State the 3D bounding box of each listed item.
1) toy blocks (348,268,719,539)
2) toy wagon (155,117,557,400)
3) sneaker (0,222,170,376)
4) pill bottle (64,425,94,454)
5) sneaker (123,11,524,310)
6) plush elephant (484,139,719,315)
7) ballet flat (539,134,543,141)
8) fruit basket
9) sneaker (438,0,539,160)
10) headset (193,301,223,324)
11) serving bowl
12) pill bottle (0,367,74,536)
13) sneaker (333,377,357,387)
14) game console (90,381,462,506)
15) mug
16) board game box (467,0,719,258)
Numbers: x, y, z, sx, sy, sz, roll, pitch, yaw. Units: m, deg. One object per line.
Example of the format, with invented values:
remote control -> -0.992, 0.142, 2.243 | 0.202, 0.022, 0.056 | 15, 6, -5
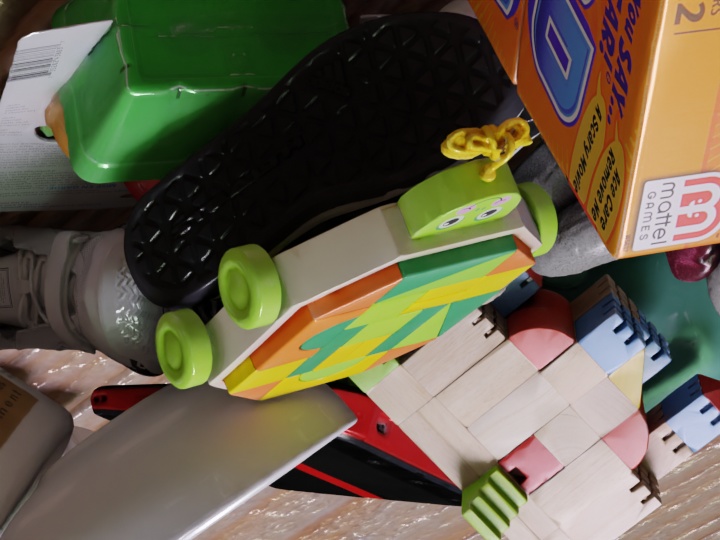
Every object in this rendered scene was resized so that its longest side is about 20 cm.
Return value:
toy blocks -> 0.103, 0.064, 0.970 | 0.137, 0.100, 0.200 | -40, 105, 17
toy wagon -> 0.010, 0.000, 0.764 | 0.154, 0.040, 0.200 | -14, 165, -33
sneaker -> -0.152, 0.013, 0.925 | 0.114, 0.076, 0.200 | -1, -178, -6
pill bottle -> -0.247, 0.121, 1.098 | 0.111, 0.112, 0.199 | -34, 147, 32
sneaker -> -0.014, -0.046, 0.795 | 0.199, 0.072, 0.083 | -27, 166, 20
plush elephant -> 0.166, -0.036, 0.862 | 0.165, 0.155, 0.200 | -49, -178, -33
ballet flat -> 0.181, -0.080, 1.019 | 0.199, 0.067, 0.064 | 6, 119, -37
fruit basket -> -0.084, -0.075, 0.872 | 0.184, 0.095, 0.200 | -4, 166, -20
sneaker -> 0.034, -0.046, 0.850 | 0.073, 0.112, 0.200 | 31, 168, -2
headset -> 0.000, 0.000, 0.997 | 0.199, 0.095, 0.123 | -15, 173, -27
serving bowl -> -0.099, 0.102, 0.886 | 0.199, 0.066, 0.200 | -35, 175, -4
pill bottle -> -0.251, 0.068, 0.908 | 0.199, 0.115, 0.115 | 32, 143, -1
sneaker -> 0.001, 0.060, 1.066 | 0.198, 0.074, 0.084 | -7, 115, 7
game console -> -0.032, 0.098, 1.071 | 0.176, 0.031, 0.200 | 1, 162, 33
mug -> 0.165, 0.016, 1.055 | 0.114, 0.153, 0.185 | -25, 180, 12
board game box -> 0.155, -0.156, 0.640 | 0.198, 0.201, 0.201 | -8, 133, -13
